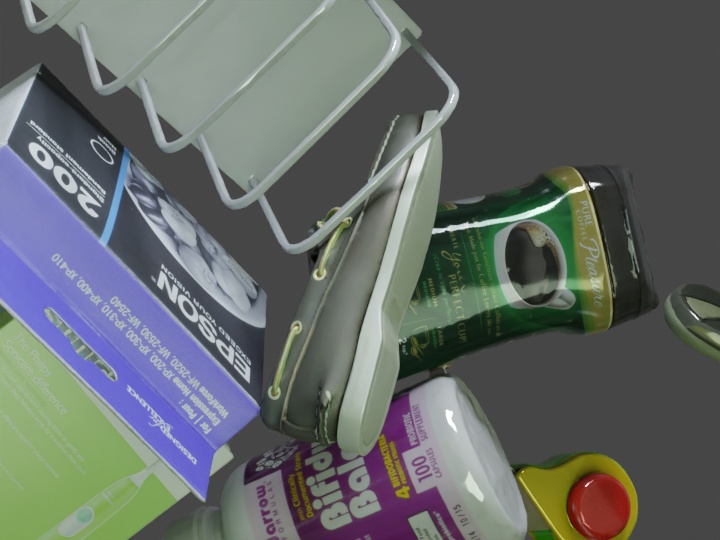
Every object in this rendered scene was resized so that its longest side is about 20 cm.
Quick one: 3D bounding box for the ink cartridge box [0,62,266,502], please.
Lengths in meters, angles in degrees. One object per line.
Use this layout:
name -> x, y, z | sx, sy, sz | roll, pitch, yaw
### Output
ink cartridge box -> -0.128, -0.002, 0.862 | 0.043, 0.200, 0.198 | -37, 111, 14

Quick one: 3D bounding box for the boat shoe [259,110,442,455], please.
boat shoe -> -0.001, -0.001, 0.877 | 0.060, 0.072, 0.202 | 9, 66, 15

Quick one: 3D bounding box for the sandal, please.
sandal -> 0.268, 0.079, 1.056 | 0.201, 0.080, 0.057 | 33, 112, -13

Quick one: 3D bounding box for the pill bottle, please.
pill bottle -> -0.012, 0.148, 0.965 | 0.200, 0.112, 0.112 | -26, 110, 10

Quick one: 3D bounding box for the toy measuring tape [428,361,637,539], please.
toy measuring tape -> 0.119, 0.118, 1.032 | 0.074, 0.074, 0.200 | -35, 95, -3

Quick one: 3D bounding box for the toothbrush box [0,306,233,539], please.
toothbrush box -> -0.198, 0.102, 0.932 | 0.200, 0.086, 0.146 | -38, 111, -1

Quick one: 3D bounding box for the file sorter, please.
file sorter -> -0.065, -0.124, 0.854 | 0.139, 0.125, 0.200 | -43, 121, 9

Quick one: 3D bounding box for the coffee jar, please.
coffee jar -> 0.074, 0.001, 0.971 | 0.200, 0.085, 0.104 | -12, 92, -10
